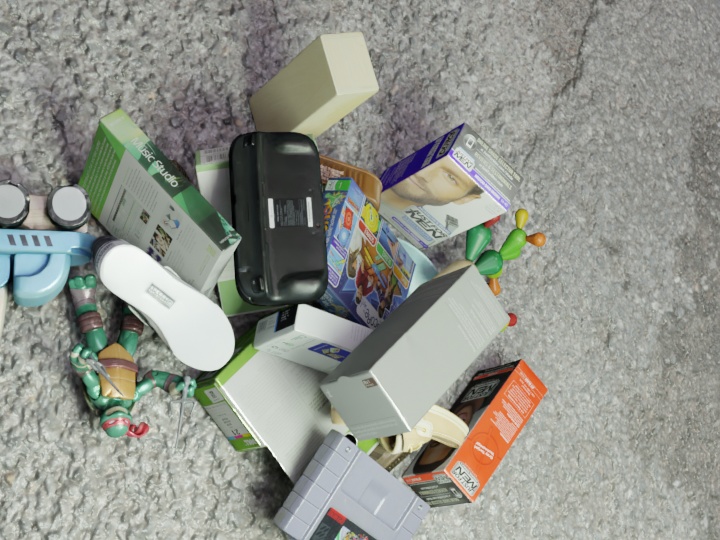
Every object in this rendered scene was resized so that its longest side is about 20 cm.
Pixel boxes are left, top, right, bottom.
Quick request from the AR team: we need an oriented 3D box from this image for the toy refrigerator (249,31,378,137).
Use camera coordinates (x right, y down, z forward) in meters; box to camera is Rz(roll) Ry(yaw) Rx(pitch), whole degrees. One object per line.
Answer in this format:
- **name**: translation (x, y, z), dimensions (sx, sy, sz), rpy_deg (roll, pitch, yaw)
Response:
- **toy refrigerator**: translation (-0.059, -0.218, 1.408), dimensions (0.069, 0.199, 0.077), rpy_deg (-13, 81, -34)

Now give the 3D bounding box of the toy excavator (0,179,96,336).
- **toy excavator**: translation (-0.377, 0.014, 1.202), dimensions (0.191, 0.100, 0.203), rpy_deg (1, 78, -18)

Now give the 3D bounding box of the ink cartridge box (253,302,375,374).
- **ink cartridge box**: translation (-0.015, 0.094, 1.315), dimensions (0.198, 0.099, 0.040), rpy_deg (24, 63, -28)

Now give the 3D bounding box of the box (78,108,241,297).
- **box**: translation (-0.229, -0.062, 1.262), dimensions (0.200, 0.145, 0.036), rpy_deg (45, 51, 5)

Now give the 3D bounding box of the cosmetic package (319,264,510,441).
- **cosmetic package**: translation (0.061, 0.090, 1.242), dimensions (0.091, 0.106, 0.200), rpy_deg (52, 57, -11)

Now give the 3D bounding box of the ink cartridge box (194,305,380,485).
- **ink cartridge box**: translation (-0.084, 0.168, 1.356), dimensions (0.148, 0.075, 0.201), rpy_deg (-43, 103, -34)

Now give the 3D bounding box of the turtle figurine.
- **turtle figurine**: translation (-0.266, 0.106, 1.244), dimensions (0.149, 0.100, 0.202), rpy_deg (18, 49, -46)

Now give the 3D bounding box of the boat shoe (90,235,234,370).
- **boat shoe**: translation (-0.217, 0.033, 1.240), dimensions (0.072, 0.068, 0.200), rpy_deg (-50, 123, -4)

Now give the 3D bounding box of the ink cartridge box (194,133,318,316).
- **ink cartridge box**: translation (-0.112, -0.052, 1.355), dimensions (0.143, 0.048, 0.203), rpy_deg (-9, 120, -5)

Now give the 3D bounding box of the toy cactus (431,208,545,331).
- **toy cactus**: translation (0.167, 0.003, 1.519), dimensions (0.164, 0.102, 0.203), rpy_deg (-23, 126, -38)

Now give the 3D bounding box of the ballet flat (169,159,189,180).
- **ballet flat**: translation (-0.222, -0.036, 1.345), dimensions (0.066, 0.046, 0.203), rpy_deg (6, 73, -30)

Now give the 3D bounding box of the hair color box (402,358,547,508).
- **hair color box**: translation (0.150, 0.211, 1.473), dimensions (0.061, 0.101, 0.200), rpy_deg (47, 57, -12)

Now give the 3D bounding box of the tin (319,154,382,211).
- **tin**: translation (-0.065, -0.105, 1.424), dimensions (0.198, 0.112, 0.043), rpy_deg (16, 69, -27)

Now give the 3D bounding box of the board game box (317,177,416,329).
- **board game box**: translation (0.000, 0.000, 1.374), dimensions (0.200, 0.034, 0.137), rpy_deg (51, 49, -49)

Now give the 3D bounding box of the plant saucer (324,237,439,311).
- **plant saucer**: translation (0.031, 0.056, 1.482), dimensions (0.198, 0.039, 0.204), rpy_deg (9, 72, -29)

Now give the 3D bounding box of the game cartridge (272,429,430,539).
- **game cartridge**: translation (-0.006, 0.288, 1.330), dimensions (0.200, 0.038, 0.131), rpy_deg (44, 70, -41)

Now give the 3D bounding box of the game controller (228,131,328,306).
- **game controller**: translation (-0.091, -0.060, 1.256), dimensions (0.103, 0.042, 0.203), rpy_deg (1, 72, -17)

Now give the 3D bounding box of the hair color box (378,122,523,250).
- **hair color box**: translation (0.106, -0.104, 1.478), dimensions (0.109, 0.199, 0.065), rpy_deg (40, 58, -15)

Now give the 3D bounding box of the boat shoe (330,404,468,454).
- **boat shoe**: translation (0.043, 0.184, 1.356), dimensions (0.198, 0.073, 0.070), rpy_deg (24, 70, -28)

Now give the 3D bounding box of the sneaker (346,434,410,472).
- **sneaker**: translation (-0.002, 0.230, 1.406), dimensions (0.199, 0.071, 0.076), rpy_deg (-34, 70, -33)
